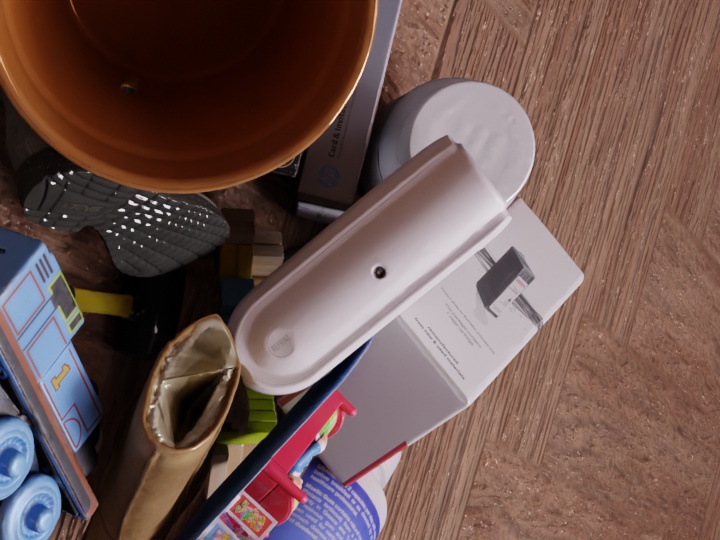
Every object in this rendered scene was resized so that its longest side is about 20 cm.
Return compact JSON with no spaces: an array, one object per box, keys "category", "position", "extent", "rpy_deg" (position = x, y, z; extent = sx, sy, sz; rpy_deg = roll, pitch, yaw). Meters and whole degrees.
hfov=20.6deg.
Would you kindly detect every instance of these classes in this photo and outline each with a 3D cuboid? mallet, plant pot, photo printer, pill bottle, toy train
[{"category":"mallet","position":[-0.172,0.008,1.206],"extent":[0.200,0.041,0.066],"rpy_deg":[24,81,-59]},{"category":"plant pot","position":[-0.095,-0.153,1.036],"extent":[0.140,0.198,0.202],"rpy_deg":[-111,-155,-74]},{"category":"photo printer","position":[0.000,0.000,1.239],"extent":[0.200,0.070,0.166],"rpy_deg":[-39,-178,6]},{"category":"pill bottle","position":[0.061,-0.082,1.442],"extent":[0.200,0.109,0.111],"rpy_deg":[174,-69,-80]},{"category":"pill bottle","position":[-0.048,0.189,1.440],"extent":[0.200,0.111,0.113],"rpy_deg":[-55,146,-37]},{"category":"toy train","position":[-0.199,0.069,1.091],"extent":[0.114,0.086,0.201],"rpy_deg":[-53,145,-29]}]

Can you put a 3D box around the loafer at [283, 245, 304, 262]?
[{"category":"loafer","position":[-0.023,0.016,1.467],"extent":[0.200,0.062,0.072],"rpy_deg":[-43,140,-49]}]

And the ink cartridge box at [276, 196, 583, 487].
[{"category":"ink cartridge box","position":[0.054,0.049,1.428],"extent":[0.084,0.144,0.200],"rpy_deg":[51,40,-1]}]

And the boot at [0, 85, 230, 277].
[{"category":"boot","position":[-0.148,-0.079,1.124],"extent":[0.200,0.067,0.131],"rpy_deg":[33,30,-64]}]

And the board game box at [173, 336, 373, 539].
[{"category":"board game box","position":[-0.047,0.127,1.261],"extent":[0.200,0.039,0.158],"rpy_deg":[-47,-177,-4]}]

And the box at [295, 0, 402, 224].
[{"category":"box","position":[-0.008,-0.116,1.371],"extent":[0.200,0.041,0.157],"rpy_deg":[110,-6,-87]}]

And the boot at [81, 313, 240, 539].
[{"category":"boot","position":[-0.109,0.090,1.206],"extent":[0.200,0.066,0.176],"rpy_deg":[117,-9,-50]}]

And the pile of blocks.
[{"category":"pile of blocks","position":[-0.071,0.059,1.354],"extent":[0.082,0.062,0.202],"rpy_deg":[-125,-142,-71]}]

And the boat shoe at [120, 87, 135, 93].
[{"category":"boat shoe","position":[-0.120,-0.118,1.215],"extent":[0.060,0.073,0.201],"rpy_deg":[16,95,-68]}]

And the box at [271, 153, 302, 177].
[{"category":"box","position":[-0.041,-0.138,1.286],"extent":[0.200,0.037,0.138],"rpy_deg":[-90,-167,-82]}]
